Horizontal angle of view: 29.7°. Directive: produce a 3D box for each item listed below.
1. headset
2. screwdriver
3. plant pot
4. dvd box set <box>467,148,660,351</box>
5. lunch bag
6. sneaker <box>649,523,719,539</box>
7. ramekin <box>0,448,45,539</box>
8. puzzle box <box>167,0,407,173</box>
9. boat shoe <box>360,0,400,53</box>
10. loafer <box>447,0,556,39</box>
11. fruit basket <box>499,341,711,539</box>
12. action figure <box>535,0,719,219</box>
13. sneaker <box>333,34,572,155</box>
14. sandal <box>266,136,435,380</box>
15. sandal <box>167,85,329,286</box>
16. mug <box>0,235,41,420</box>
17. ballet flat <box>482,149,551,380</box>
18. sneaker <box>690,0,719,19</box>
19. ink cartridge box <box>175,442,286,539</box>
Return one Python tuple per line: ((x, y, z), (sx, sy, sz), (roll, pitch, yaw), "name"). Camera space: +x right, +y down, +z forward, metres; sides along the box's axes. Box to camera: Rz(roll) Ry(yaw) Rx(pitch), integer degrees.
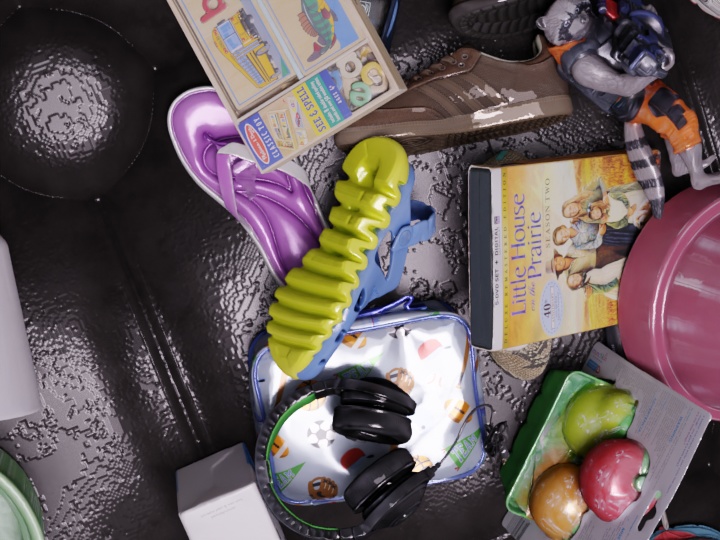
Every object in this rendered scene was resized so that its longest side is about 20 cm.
((0.018, 0.144, 1.065), (0.199, 0.094, 0.124), (-11, 73, 0), "headset")
((0.244, 0.136, 1.197), (0.029, 0.028, 0.201), (-6, 103, 24), "screwdriver")
((0.338, 0.036, 1.093), (0.199, 0.179, 0.201), (-5, 103, -25), "plant pot")
((0.170, -0.021, 1.109), (0.199, 0.029, 0.147), (-8, 101, -38), "dvd box set")
((0.009, 0.104, 1.133), (0.199, 0.076, 0.161), (-10, 98, -6), "lunch bag")
((0.243, 0.272, 1.183), (0.199, 0.096, 0.080), (-13, 101, -6), "sneaker")
((-0.348, 0.222, 1.087), (0.199, 0.098, 0.201), (-1, 99, -8), "ramekin")
((-0.068, -0.193, 1.051), (0.133, 0.025, 0.200), (-30, 89, 19), "puzzle box")
((0.011, -0.229, 1.078), (0.084, 0.069, 0.201), (-2, 100, -8), "boat shoe")
((0.157, -0.251, 1.104), (0.199, 0.073, 0.072), (-23, 75, -6), "loafer")
((0.199, 0.168, 1.109), (0.094, 0.200, 0.186), (23, 95, -26), "fruit basket")
((0.210, -0.138, 1.064), (0.105, 0.200, 0.194), (-40, 94, 22), "action figure")
((0.071, -0.143, 1.114), (0.199, 0.070, 0.076), (-9, 82, -10), "sneaker")
((0.000, 0.000, 1.070), (0.087, 0.079, 0.200), (30, 91, -43), "sandal")
((-0.077, -0.065, 1.102), (0.082, 0.050, 0.203), (-38, 102, -1), "sandal")
((-0.343, 0.038, 1.038), (0.186, 0.149, 0.154), (-4, 92, -14), "mug")
((0.119, 0.002, 1.129), (0.068, 0.075, 0.201), (-1, 101, 19), "ballet flat")
((0.287, -0.300, 1.100), (0.078, 0.082, 0.201), (-18, 102, -5), "sneaker")
((-0.084, 0.257, 1.123), (0.067, 0.116, 0.201), (-23, 103, -5), "ink cartridge box")
